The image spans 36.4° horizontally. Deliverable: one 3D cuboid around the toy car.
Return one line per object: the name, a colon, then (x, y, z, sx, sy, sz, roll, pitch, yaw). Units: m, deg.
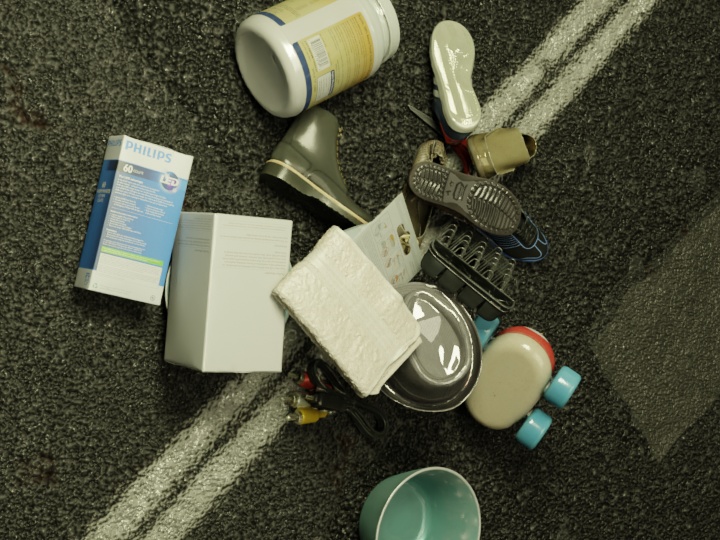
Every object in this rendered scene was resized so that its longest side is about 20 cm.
toy car: (0.256, 0.145, 1.752, 0.200, 0.184, 0.178, -40, 161, -57)

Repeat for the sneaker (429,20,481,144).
sneaker: (0.137, -0.287, 1.694, 0.074, 0.085, 0.202, 2, 66, -11)

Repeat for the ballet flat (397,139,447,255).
ballet flat: (0.091, -0.107, 1.684, 0.067, 0.046, 0.202, 26, 79, -31)

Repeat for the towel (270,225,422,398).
towel: (-0.012, 0.057, 1.444, 0.200, 0.034, 0.133, 49, 65, -12)

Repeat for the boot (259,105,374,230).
boot: (-0.034, -0.146, 1.587, 0.199, 0.077, 0.139, 34, 70, -31)

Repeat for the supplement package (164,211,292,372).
supplement package: (-0.175, 0.028, 1.443, 0.120, 0.119, 0.202, 4, 91, -36)

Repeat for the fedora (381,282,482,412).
fedora: (0.093, 0.097, 1.549, 0.175, 0.090, 0.202, -11, 72, -13)

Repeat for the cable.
cable: (-0.036, 0.194, 1.637, 0.199, 0.050, 0.098, 24, 63, -44)

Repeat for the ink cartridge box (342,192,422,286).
ink cartridge box: (0.000, 0.000, 1.597, 0.200, 0.057, 0.163, -50, 142, -26)

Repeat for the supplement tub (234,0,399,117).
supplement tub: (-0.057, -0.312, 1.515, 0.199, 0.144, 0.145, -31, 109, -28)

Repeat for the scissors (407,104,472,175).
scissors: (0.151, -0.213, 1.740, 0.200, 0.014, 0.073, 47, 70, -25)

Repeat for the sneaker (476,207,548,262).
sneaker: (0.245, -0.069, 1.770, 0.199, 0.078, 0.071, 29, 77, -31)

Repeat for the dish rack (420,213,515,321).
dish rack: (0.172, -0.018, 1.668, 0.153, 0.055, 0.200, 39, 33, -5)

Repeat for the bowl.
bowl: (0.076, 0.390, 1.671, 0.199, 0.105, 0.203, -3, 95, -33)

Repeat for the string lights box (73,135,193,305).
string lights box: (-0.294, -0.064, 1.424, 0.102, 0.059, 0.202, 16, 84, -34)

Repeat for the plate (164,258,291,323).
plate: (-0.183, 0.026, 1.524, 0.199, 0.025, 0.202, -3, 95, -33)

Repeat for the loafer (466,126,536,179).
loafer: (0.221, -0.190, 1.704, 0.200, 0.067, 0.077, -32, 101, -63)

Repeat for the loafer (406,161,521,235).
loafer: (0.154, -0.114, 1.653, 0.199, 0.071, 0.074, 25, 89, -20)
